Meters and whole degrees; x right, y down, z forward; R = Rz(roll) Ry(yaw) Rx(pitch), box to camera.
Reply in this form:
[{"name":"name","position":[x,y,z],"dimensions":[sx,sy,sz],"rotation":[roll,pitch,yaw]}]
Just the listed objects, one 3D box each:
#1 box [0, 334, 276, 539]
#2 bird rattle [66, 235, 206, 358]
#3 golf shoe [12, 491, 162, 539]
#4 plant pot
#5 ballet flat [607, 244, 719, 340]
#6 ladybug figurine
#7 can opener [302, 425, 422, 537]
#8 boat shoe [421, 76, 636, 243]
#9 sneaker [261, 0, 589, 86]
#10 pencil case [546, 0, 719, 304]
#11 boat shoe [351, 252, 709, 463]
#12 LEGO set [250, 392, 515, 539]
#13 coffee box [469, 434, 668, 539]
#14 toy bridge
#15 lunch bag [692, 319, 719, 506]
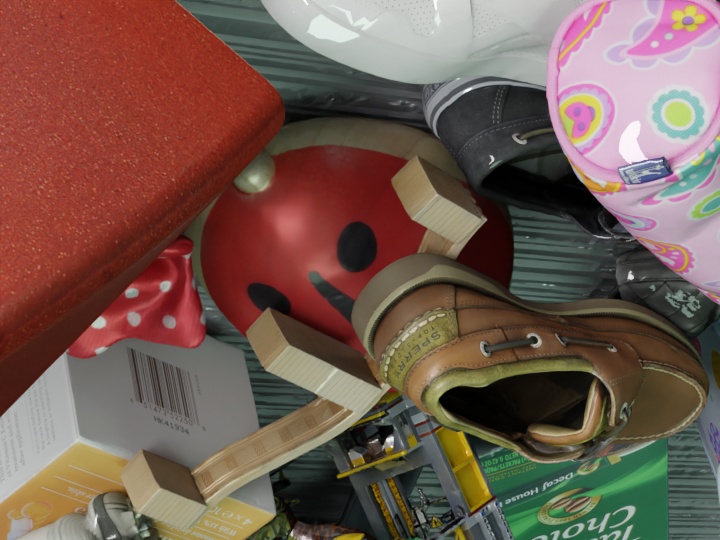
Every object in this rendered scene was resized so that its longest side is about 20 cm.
[{"name":"box","position":[-0.156,0.108,1.153],"dimensions":[0.124,0.098,0.200],"rotation":[24,129,-40]},{"name":"bird rattle","position":[-0.137,-0.040,0.985],"dimensions":[0.162,0.113,0.200],"rotation":[2,157,-10]},{"name":"golf shoe","position":[-0.118,0.188,1.110],"dimensions":[0.097,0.078,0.201],"rotation":[-17,124,1]},{"name":"plant pot","position":[-0.178,-0.018,0.804],"dimensions":[0.200,0.176,0.200],"rotation":[41,124,-9]},{"name":"ballet flat","position":[0.132,0.018,1.187],"dimensions":[0.056,0.067,0.200],"rotation":[5,164,-5]},{"name":"ladybug figurine","position":[0.000,0.000,1.103],"dimensions":[0.135,0.072,0.200],"rotation":[-31,146,19]},{"name":"can opener","position":[0.012,0.124,1.314],"dimensions":[0.078,0.064,0.201],"rotation":[15,132,-2]},{"name":"boat shoe","position":[0.111,-0.044,1.099],"dimensions":[0.070,0.066,0.199],"rotation":[-38,144,29]},{"name":"sneaker","position":[0.060,-0.131,0.948],"dimensions":[0.199,0.074,0.116],"rotation":[0,141,-42]},{"name":"pencil case","position":[0.142,-0.045,0.996],"dimensions":[0.087,0.088,0.200],"rotation":[-27,154,13]},{"name":"boat shoe","position":[0.082,0.053,1.048],"dimensions":[0.199,0.068,0.072],"rotation":[12,123,-40]},{"name":"LEGO set","position":[-0.029,0.121,1.195],"dimensions":[0.200,0.116,0.154],"rotation":[-23,-178,44]},{"name":"coffee box","position":[0.111,0.118,1.365],"dimensions":[0.122,0.044,0.200],"rotation":[-17,148,-5]},{"name":"toy bridge","position":[-0.018,0.040,1.046],"dimensions":[0.067,0.027,0.200],"rotation":[26,113,-43]},{"name":"lunch bag","position":[0.238,0.097,1.253],"dimensions":[0.127,0.201,0.170],"rotation":[-18,149,-2]}]
